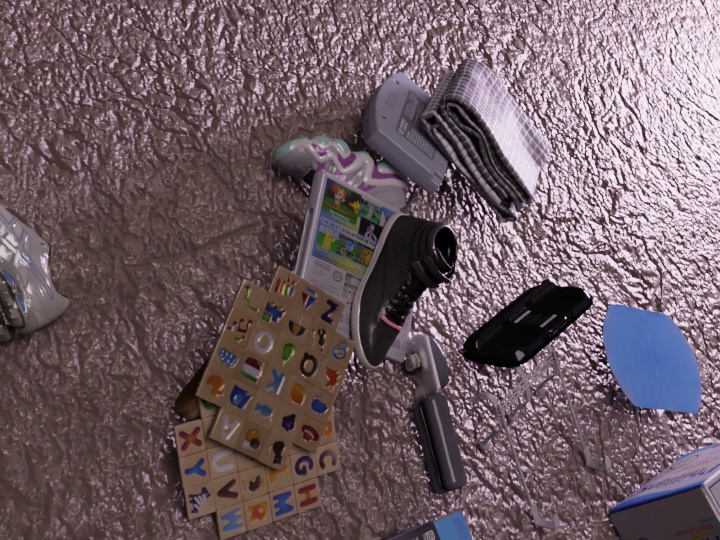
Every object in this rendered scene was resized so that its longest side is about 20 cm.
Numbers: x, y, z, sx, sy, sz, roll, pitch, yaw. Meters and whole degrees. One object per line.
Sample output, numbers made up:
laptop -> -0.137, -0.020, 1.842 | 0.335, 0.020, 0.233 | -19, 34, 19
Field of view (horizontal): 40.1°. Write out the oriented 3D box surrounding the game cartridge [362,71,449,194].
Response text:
game cartridge -> 0.067, -0.197, 1.358 | 0.133, 0.040, 0.201 | 41, 32, -14

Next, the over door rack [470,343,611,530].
over door rack -> 0.231, 0.214, 1.293 | 0.147, 0.066, 0.202 | -34, 101, -37

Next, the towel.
towel -> 0.181, -0.186, 1.377 | 0.200, 0.085, 0.166 | 49, 30, -15

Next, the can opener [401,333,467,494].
can opener -> 0.098, 0.174, 1.234 | 0.065, 0.053, 0.204 | 1, 68, -31

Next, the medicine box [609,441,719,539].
medicine box -> 0.468, 0.307, 1.309 | 0.198, 0.182, 0.104 | -21, 79, -36

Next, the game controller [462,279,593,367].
game controller -> 0.227, 0.072, 1.329 | 0.199, 0.103, 0.043 | -33, 126, -36

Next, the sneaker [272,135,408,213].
sneaker -> -0.020, -0.087, 1.270 | 0.197, 0.078, 0.142 | 10, 63, -26

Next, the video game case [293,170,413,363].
video game case -> 0.000, 0.000, 1.210 | 0.198, 0.022, 0.186 | 24, 72, -42

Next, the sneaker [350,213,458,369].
sneaker -> 0.056, 0.022, 1.180 | 0.070, 0.098, 0.203 | 34, 66, -40

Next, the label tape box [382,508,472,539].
label tape box -> 0.050, 0.375, 1.108 | 0.197, 0.063, 0.146 | -13, 75, -34

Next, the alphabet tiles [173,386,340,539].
alphabet tiles -> -0.110, 0.198, 1.093 | 0.197, 0.006, 0.170 | -11, 95, -35

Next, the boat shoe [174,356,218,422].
boat shoe -> -0.127, 0.107, 1.129 | 0.072, 0.072, 0.201 | 49, 53, -17

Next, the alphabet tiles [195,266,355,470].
alphabet tiles -> -0.090, 0.108, 1.093 | 0.165, 0.006, 0.203 | 31, 72, -31

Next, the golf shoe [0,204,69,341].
golf shoe -> -0.380, -0.027, 1.048 | 0.097, 0.078, 0.203 | -18, 83, -52

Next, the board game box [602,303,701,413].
board game box -> 0.417, 0.136, 1.450 | 0.197, 0.039, 0.161 | 10, 58, -32
